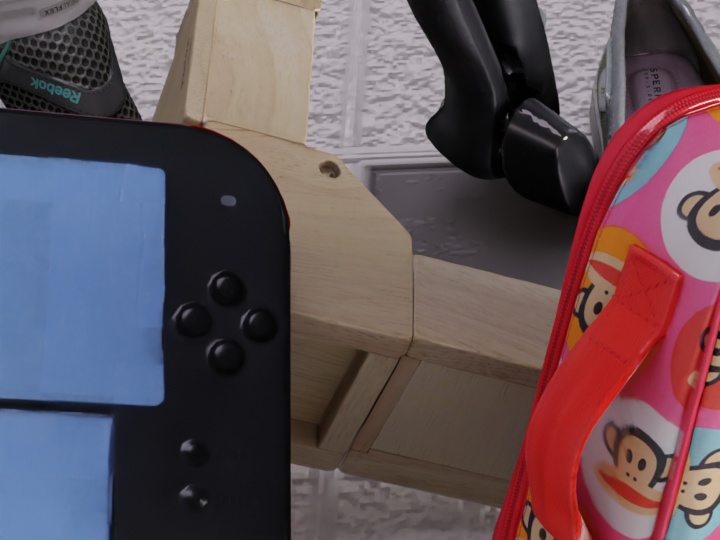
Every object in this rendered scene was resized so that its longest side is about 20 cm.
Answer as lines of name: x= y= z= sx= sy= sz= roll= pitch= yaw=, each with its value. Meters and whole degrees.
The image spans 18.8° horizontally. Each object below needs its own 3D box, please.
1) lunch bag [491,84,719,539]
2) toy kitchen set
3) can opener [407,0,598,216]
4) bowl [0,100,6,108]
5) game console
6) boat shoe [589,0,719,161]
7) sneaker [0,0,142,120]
lunch bag: x=0.118 y=0.040 z=0.673 sx=0.176 sy=0.201 sz=0.082 roll=-12 pitch=36 yaw=-38
toy kitchen set: x=0.000 y=0.000 z=0.832 sx=0.180 sy=0.163 sz=0.200 roll=14 pitch=48 yaw=-13
can opener: x=0.053 y=-0.092 z=0.861 sx=0.078 sy=0.200 sz=0.064 roll=18 pitch=68 yaw=24
bowl: x=-0.187 y=0.009 z=0.811 sx=0.090 sy=0.201 sz=0.201 roll=44 pitch=51 yaw=-2
game console: x=-0.117 y=0.037 z=0.640 sx=0.199 sy=0.031 sz=0.177 roll=4 pitch=70 yaw=-17
boat shoe: x=0.134 y=-0.045 z=0.896 sx=0.074 sy=0.065 sz=0.202 roll=-6 pitch=39 yaw=0
sneaker: x=-0.147 y=-0.069 z=0.923 sx=0.077 sy=0.091 sz=0.200 roll=-29 pitch=6 yaw=-22
